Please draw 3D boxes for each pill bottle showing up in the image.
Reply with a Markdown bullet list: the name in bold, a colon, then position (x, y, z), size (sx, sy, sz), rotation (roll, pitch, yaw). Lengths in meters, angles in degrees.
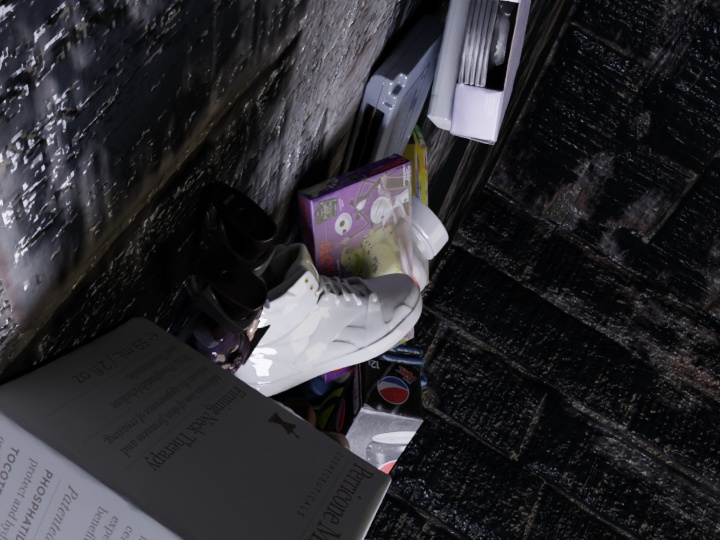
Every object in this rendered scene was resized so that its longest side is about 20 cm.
- **pill bottle**: position (0.004, 0.012, 0.983), size (0.201, 0.111, 0.112), rotation (-48, 171, -11)

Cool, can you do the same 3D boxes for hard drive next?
- **hard drive**: position (0.103, -0.247, 0.894), size (0.132, 0.026, 0.205), rotation (-20, 122, -79)

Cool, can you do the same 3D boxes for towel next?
- **towel**: position (-0.023, 0.130, 1.084), size (0.198, 0.110, 0.050), rotation (-21, -115, 40)

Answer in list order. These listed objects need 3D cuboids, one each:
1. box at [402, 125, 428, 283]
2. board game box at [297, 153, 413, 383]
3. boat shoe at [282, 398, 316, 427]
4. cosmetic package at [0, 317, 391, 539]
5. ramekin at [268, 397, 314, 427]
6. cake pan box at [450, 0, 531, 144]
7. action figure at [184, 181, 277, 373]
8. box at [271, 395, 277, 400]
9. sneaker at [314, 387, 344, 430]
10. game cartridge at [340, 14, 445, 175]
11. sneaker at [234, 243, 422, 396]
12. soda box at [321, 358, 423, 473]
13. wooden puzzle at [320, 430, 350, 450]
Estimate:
- **box**: position (0.057, -0.080, 1.119), size (0.117, 0.047, 0.206), rotation (-19, 111, -78)
- **board game box**: position (0.000, 0.000, 0.874), size (0.118, 0.032, 0.204), rotation (-21, 126, -27)
- **boat shoe**: position (-0.111, 0.238, 1.047), size (0.064, 0.070, 0.204), rotation (28, -82, 61)
- **cosmetic package**: position (-0.115, 0.163, 0.519), size (0.169, 0.197, 0.167), rotation (-61, 173, 17)
- **ramekin**: position (-0.108, 0.202, 0.784), size (0.204, 0.199, 0.095), rotation (-57, 162, -22)
- **cake pan box**: position (0.133, -0.245, 0.845), size (0.201, 0.051, 0.187), rotation (-66, 163, -51)
- **action figure**: position (-0.103, 0.033, 0.646), size (0.132, 0.068, 0.201), rotation (-64, 180, -37)
- **box**: position (-0.160, 0.210, 0.985), size (0.202, 0.049, 0.199), rotation (-57, 171, -25)
- **sneaker**: position (-0.027, 0.195, 1.081), size (0.200, 0.082, 0.076), rotation (-37, -131, 56)
- **game cartridge**: position (0.032, -0.160, 0.933), size (0.134, 0.040, 0.202), rotation (-51, 168, -37)
- **sneaker**: position (-0.027, 0.023, 0.792), size (0.197, 0.073, 0.118), rotation (-25, 131, -25)
- **soda box**: position (0.001, 0.176, 0.941), size (0.202, 0.069, 0.064), rotation (115, -18, -46)
- **wooden puzzle**: position (-0.105, 0.237, 0.906), size (0.201, 0.046, 0.185), rotation (-49, -172, -18)
